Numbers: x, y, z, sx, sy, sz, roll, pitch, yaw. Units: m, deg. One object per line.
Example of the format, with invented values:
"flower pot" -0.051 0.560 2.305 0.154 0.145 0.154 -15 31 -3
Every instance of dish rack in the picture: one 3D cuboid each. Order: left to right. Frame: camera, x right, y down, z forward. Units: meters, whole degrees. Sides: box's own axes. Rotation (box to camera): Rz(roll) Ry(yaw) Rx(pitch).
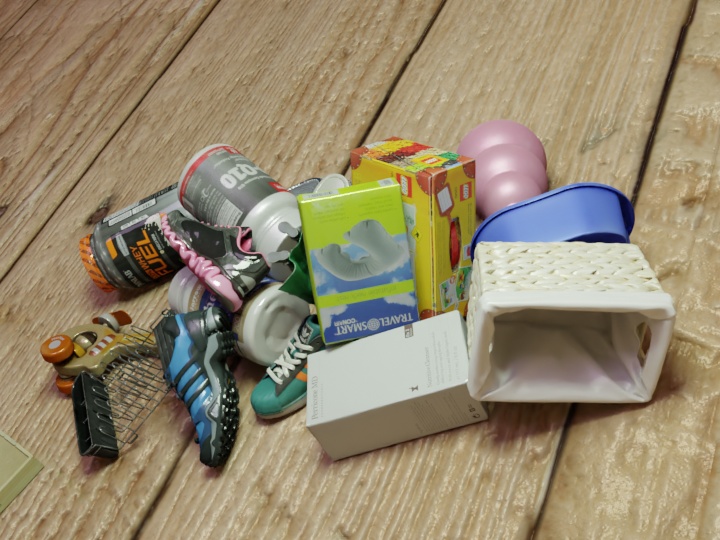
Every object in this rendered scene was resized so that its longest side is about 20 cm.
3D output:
"dish rack" -0.309 0.145 1.316 0.200 0.054 0.154 -48 39 14

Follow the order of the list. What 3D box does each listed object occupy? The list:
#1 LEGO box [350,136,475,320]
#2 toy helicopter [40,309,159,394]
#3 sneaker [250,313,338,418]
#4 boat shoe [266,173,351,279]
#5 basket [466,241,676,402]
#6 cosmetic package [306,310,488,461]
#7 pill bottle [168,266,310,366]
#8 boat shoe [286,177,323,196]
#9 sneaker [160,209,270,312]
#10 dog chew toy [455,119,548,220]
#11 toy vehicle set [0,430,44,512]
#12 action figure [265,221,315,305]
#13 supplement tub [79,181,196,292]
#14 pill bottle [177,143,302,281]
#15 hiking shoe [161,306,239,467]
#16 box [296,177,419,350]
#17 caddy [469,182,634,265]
"LEGO box" 0.066 -0.051 1.214 0.077 0.201 0.149 -22 31 -36
"toy helicopter" -0.362 0.105 1.437 0.199 0.079 0.133 -6 35 11
"sneaker" -0.067 0.102 1.236 0.200 0.080 0.071 -39 40 -10
"boat shoe" -0.070 -0.044 1.401 0.075 0.062 0.201 25 83 32
"basket" 0.213 0.052 1.039 0.199 0.136 0.124 1 36 -2
"cosmetic package" 0.040 0.135 1.138 0.199 0.081 0.113 -18 43 13
"pill bottle" -0.172 0.052 1.328 0.199 0.111 0.111 17 58 41
"boat shoe" -0.136 -0.096 1.476 0.200 0.093 0.075 -41 41 -12
"sneaker" -0.187 -0.030 1.278 0.095 0.079 0.200 -42 52 -8
"dog chew toy" 0.187 -0.114 1.260 0.124 0.125 0.200 -20 30 12
"toy vehicle set" -0.545 0.317 1.344 0.124 0.027 0.200 20 60 43
"action figure" -0.055 0.006 1.247 0.054 0.200 0.119 14 72 27
"supplement tub" -0.329 -0.049 1.521 0.199 0.123 0.123 -26 40 6
"pill bottle" -0.152 -0.080 1.350 0.114 0.114 0.200 -43 61 -16
"hiking shoe" -0.203 0.147 1.225 0.086 0.074 0.201 -5 80 9
"box" 0.000 0.000 1.156 0.121 0.201 0.048 -11 17 -4
"caddy" 0.230 -0.025 1.146 0.199 0.142 0.105 -19 46 13
